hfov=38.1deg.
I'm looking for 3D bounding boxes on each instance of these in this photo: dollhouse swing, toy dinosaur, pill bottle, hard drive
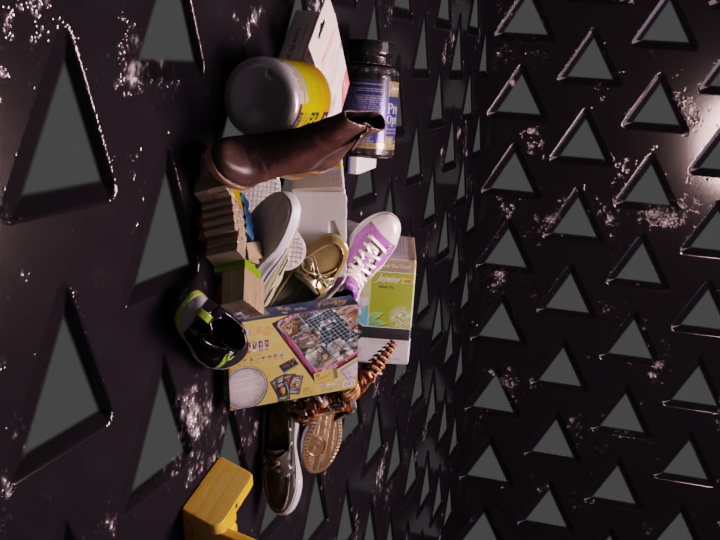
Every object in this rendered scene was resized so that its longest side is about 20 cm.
[{"bbox_3d":[-0.144,0.400,1.451,0.182,0.173,0.203,-54,146,-61],"label":"dollhouse swing"},{"bbox_3d":[-0.035,0.160,1.610,0.137,0.199,0.102,54,-5,-17],"label":"toy dinosaur"},{"bbox_3d":[0.012,-0.304,1.849,0.112,0.110,0.204,-25,121,-72],"label":"pill bottle"},{"bbox_3d":[0.008,-0.294,1.996,0.132,0.025,0.204,-34,129,-70],"label":"hard drive"},{"bbox_3d":[-0.106,-0.238,1.447,0.200,0.107,0.111,-29,124,-71],"label":"pill bottle"}]

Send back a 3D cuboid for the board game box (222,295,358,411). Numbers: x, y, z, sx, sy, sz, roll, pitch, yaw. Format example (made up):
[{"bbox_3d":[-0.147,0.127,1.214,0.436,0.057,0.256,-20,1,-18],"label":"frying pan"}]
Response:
[{"bbox_3d":[-0.099,0.117,1.489,0.035,0.197,0.138,-138,-136,-59],"label":"board game box"}]

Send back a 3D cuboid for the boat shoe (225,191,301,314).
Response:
[{"bbox_3d":[-0.126,-0.025,1.409,0.061,0.072,0.201,-6,138,-46],"label":"boat shoe"}]

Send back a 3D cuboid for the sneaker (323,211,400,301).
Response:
[{"bbox_3d":[0.000,0.001,1.611,0.201,0.072,0.114,-50,-162,2],"label":"sneaker"}]

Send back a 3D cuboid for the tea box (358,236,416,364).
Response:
[{"bbox_3d":[0.033,0.047,1.953,0.200,0.131,0.200,-83,176,-76],"label":"tea box"}]

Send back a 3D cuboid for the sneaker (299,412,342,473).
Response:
[{"bbox_3d":[-0.081,0.225,1.723,0.108,0.069,0.204,28,-63,59],"label":"sneaker"}]

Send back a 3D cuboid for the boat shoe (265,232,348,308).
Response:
[{"bbox_3d":[-0.091,0.032,1.504,0.073,0.200,0.063,46,7,-20],"label":"boat shoe"}]

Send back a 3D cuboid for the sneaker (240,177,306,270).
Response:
[{"bbox_3d":[-0.143,-0.094,1.445,0.079,0.078,0.202,45,-19,52],"label":"sneaker"}]

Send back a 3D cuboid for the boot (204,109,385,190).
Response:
[{"bbox_3d":[-0.081,-0.164,1.302,0.199,0.165,0.073,-6,73,-53],"label":"boot"}]

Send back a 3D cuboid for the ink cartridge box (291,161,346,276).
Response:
[{"bbox_3d":[-0.065,-0.099,1.596,0.201,0.082,0.147,-97,-175,-63],"label":"ink cartridge box"}]

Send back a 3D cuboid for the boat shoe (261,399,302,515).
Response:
[{"bbox_3d":[-0.133,0.291,1.664,0.056,0.068,0.204,4,87,-67],"label":"boat shoe"}]

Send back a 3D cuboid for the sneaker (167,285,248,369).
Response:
[{"bbox_3d":[-0.180,0.091,1.333,0.072,0.082,0.200,-56,154,-10],"label":"sneaker"}]

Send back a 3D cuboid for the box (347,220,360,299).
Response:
[{"bbox_3d":[-0.033,-0.006,1.771,0.200,0.040,0.159,-156,-106,-77],"label":"box"}]

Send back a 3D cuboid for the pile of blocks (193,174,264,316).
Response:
[{"bbox_3d":[-0.173,-0.037,1.340,0.082,0.061,0.204,-4,84,-71],"label":"pile of blocks"}]

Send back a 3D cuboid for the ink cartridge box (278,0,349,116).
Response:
[{"bbox_3d":[-0.074,-0.317,1.610,0.201,0.066,0.118,76,25,-55],"label":"ink cartridge box"}]
